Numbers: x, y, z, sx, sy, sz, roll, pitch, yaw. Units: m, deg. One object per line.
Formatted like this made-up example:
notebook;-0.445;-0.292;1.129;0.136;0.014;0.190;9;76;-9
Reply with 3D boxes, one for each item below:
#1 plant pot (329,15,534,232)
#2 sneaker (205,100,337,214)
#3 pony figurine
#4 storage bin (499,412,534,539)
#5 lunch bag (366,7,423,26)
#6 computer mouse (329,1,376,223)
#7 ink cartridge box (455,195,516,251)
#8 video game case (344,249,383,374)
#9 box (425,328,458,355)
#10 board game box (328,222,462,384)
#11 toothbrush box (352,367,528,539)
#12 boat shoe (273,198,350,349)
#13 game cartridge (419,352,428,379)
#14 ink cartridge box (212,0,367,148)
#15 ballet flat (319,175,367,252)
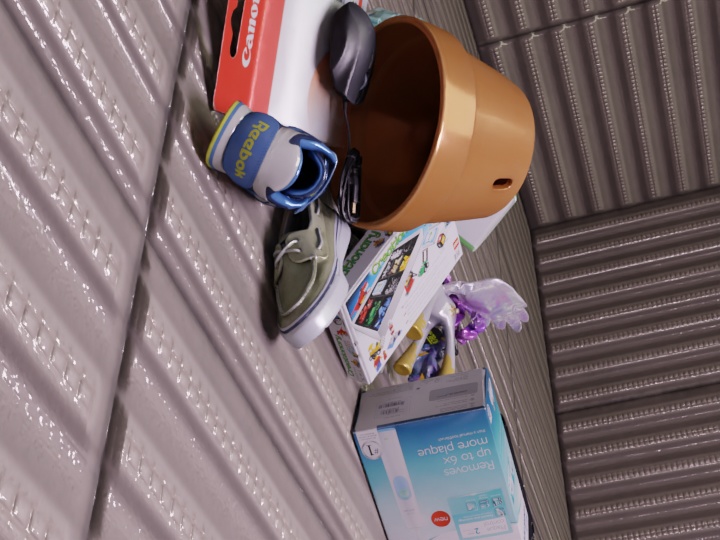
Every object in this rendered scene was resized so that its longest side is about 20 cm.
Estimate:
plant pot;0.073;-0.130;1.117;0.138;0.199;0.203;9;63;-33
sneaker;-0.058;-0.083;0.978;0.075;0.081;0.200;-66;162;6
pony figurine;0.098;0.044;1.403;0.194;0.164;0.202;57;38;-38
storage bin;0.134;0.287;1.402;0.135;0.092;0.203;-49;127;-52
lunch bag;0.012;-0.210;1.287;0.200;0.076;0.162;-55;163;-64
computer mouse;-0.003;-0.145;1.062;0.059;0.033;0.204;-13;102;-71
ink cartridge box;0.101;-0.118;1.366;0.144;0.084;0.200;38;14;-6
video game case;0.000;0.000;1.334;0.144;0.018;0.203;-70;145;-68
box;0.092;0.005;1.666;0.193;0.047;0.203;47;34;-62
board game box;0.036;0.003;1.209;0.201;0.034;0.127;-52;142;-30
toothbrush box;0.090;0.221;1.235;0.086;0.144;0.203;-75;151;-63
boat shoe;-0.053;-0.004;1.040;0.062;0.072;0.201;45;22;-20
game cartridge;0.108;0.241;1.545;0.177;0.032;0.202;63;19;-48
ink cartridge box;-0.057;-0.207;1.042;0.200;0.049;0.165;6;94;-70
ballet flat;-0.006;-0.063;1.208;0.200;0.063;0.068;48;41;-51
